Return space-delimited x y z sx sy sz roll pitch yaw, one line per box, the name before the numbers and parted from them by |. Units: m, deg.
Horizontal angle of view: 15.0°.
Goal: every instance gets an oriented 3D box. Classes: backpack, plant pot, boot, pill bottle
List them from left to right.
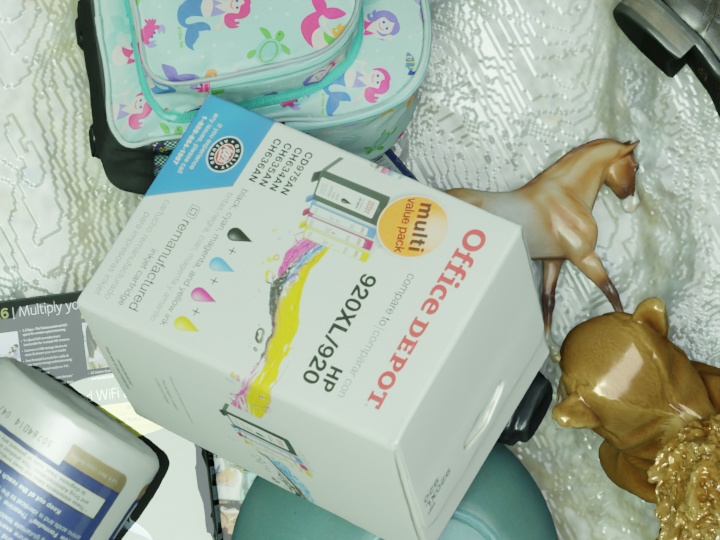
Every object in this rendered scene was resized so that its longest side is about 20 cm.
pill bottle | -0.208 0.158 1.509 0.111 0.111 0.201 34 89 -5
backpack | -0.058 -0.144 1.586 0.199 0.151 0.179 -4 66 -13
plant pot | 0.030 0.177 1.575 0.199 0.135 0.202 0 88 -10
boot | 0.271 -0.166 1.675 0.200 0.069 0.174 43 84 -2

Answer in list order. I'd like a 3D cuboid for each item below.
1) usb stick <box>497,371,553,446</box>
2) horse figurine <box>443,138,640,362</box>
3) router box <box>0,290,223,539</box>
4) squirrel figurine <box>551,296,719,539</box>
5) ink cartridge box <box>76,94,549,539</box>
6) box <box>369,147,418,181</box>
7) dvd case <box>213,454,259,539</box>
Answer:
usb stick | 0.014 0.055 1.604 0.199 0.033 0.056 17 47 20
horse figurine | 0.083 -0.007 1.653 0.199 0.050 0.134 -6 89 -8
router box | -0.187 0.095 1.594 0.199 0.052 0.158 -7 87 0
squirrel figurine | 0.200 0.102 1.577 0.142 0.200 0.187 -44 118 -1
ink cartridge box | -0.020 0.030 1.479 0.199 0.145 0.148 24 68 21
box | 0.000 0.000 1.598 0.121 0.032 0.200 -36 58 -7
dvd case | -0.063 0.163 1.640 0.199 0.022 0.147 4 87 -7
